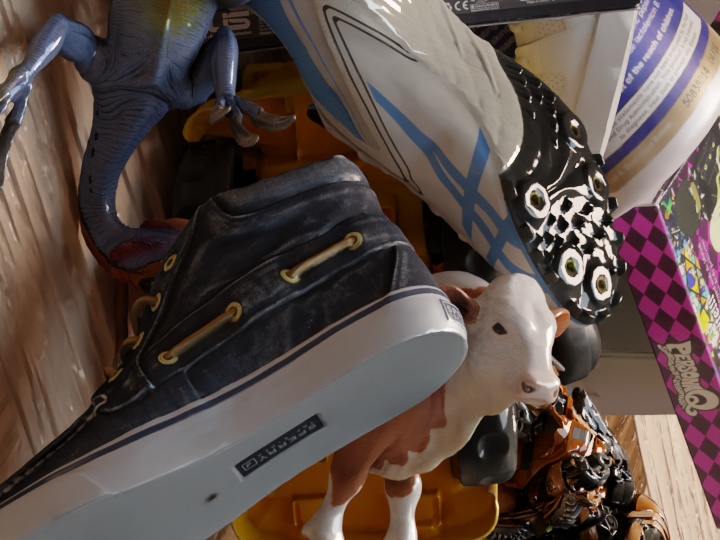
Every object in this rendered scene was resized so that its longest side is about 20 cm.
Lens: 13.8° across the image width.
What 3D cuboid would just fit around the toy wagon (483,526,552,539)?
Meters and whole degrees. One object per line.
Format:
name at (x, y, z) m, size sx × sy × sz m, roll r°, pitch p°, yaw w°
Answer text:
toy wagon at (0.061, 0.070, 1.472) m, size 0.155 × 0.039 × 0.201 m, roll 93°, pitch -23°, yaw -77°

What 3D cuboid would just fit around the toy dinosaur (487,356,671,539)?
toy dinosaur at (0.105, 0.128, 1.337) m, size 0.200 × 0.102 × 0.136 m, roll 42°, pitch 40°, yaw -6°

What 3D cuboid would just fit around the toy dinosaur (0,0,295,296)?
toy dinosaur at (-0.062, -0.089, 1.114) m, size 0.200 × 0.105 × 0.182 m, roll -61°, pitch 174°, yaw -49°

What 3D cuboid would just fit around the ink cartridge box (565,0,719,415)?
ink cartridge box at (0.148, -0.032, 1.619) m, size 0.147 × 0.145 × 0.201 m, roll 36°, pitch 57°, yaw -64°

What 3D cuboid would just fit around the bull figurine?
bull figurine at (-0.011, 0.044, 1.139) m, size 0.065 × 0.199 × 0.122 m, roll 11°, pitch 94°, yaw -60°

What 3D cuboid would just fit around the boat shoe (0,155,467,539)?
boat shoe at (-0.065, 0.040, 1.074) m, size 0.091 × 0.200 × 0.071 m, roll 59°, pitch -4°, yaw 29°

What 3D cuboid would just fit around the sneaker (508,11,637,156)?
sneaker at (0.064, -0.133, 1.255) m, size 0.074 × 0.115 × 0.201 m, roll -66°, pitch 164°, yaw -74°

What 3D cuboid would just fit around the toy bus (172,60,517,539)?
toy bus at (0.000, 0.000, 1.284) m, size 0.192 × 0.135 × 0.201 m, roll -77°, pitch 163°, yaw -72°

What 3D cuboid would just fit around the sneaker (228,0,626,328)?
sneaker at (0.028, -0.057, 1.147) m, size 0.200 × 0.072 × 0.072 m, roll 50°, pitch 42°, yaw -4°

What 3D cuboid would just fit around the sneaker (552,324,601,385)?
sneaker at (0.115, -0.021, 1.470) m, size 0.200 × 0.115 × 0.076 m, roll -116°, pitch -166°, yaw -57°

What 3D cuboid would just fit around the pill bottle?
pill bottle at (0.065, -0.122, 1.343) m, size 0.200 × 0.116 × 0.116 m, roll 43°, pitch 40°, yaw -16°

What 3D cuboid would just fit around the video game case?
video game case at (0.194, -0.002, 1.500) m, size 0.181 × 0.036 × 0.201 m, roll -56°, pitch 133°, yaw -45°

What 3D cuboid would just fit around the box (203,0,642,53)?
box at (0.006, -0.174, 1.176) m, size 0.049 × 0.199 × 0.162 m, roll -103°, pitch -174°, yaw -74°
